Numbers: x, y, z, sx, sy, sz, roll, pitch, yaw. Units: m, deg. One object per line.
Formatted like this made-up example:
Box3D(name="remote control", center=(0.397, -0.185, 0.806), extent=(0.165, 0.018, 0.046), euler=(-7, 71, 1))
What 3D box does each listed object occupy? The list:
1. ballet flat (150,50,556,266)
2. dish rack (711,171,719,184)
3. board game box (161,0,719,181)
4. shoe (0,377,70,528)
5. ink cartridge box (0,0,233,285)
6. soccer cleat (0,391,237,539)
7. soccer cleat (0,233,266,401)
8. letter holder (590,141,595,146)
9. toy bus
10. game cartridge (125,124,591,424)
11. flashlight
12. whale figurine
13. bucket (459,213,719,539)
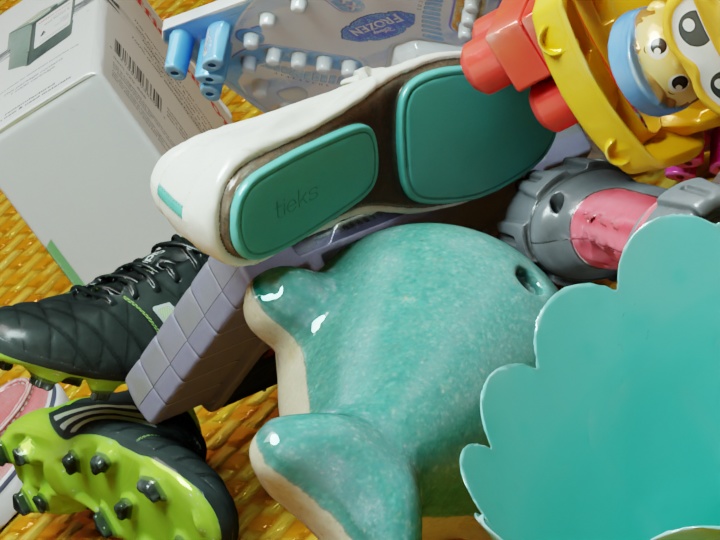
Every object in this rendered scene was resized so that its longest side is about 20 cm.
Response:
Box3D(name="ballet flat", center=(-0.004, -0.053, 1.168), extent=(0.199, 0.070, 0.069), euler=(-20, 9, -41))
Box3D(name="dish rack", center=(0.200, -0.031, 1.144), extent=(0.200, 0.044, 0.171), euler=(-51, 18, -13))
Box3D(name="board game box", center=(0.042, -0.078, 1.316), extent=(0.199, 0.200, 0.026), euler=(-15, 54, 38))
Box3D(name="shoe", center=(-0.228, 0.103, 1.447), extent=(0.071, 0.091, 0.200), euler=(-6, 36, 48))
Box3D(name="ink cartridge box", center=(-0.134, -0.071, 1.589), extent=(0.084, 0.146, 0.200), euler=(-31, 22, 11))
Box3D(name="soccer cleat", center=(-0.100, 0.086, 1.327), extent=(0.081, 0.068, 0.200), euler=(-29, 19, -25))
Box3D(name="soccer cleat", center=(-0.087, 0.014, 1.311), extent=(0.199, 0.082, 0.067), euler=(0, 12, -39))
Box3D(name="letter holder", center=(0.038, -0.156, 1.393), extent=(0.142, 0.200, 0.101), euler=(-11, 33, 43))
Box3D(name="toy bus", center=(0.126, -0.103, 1.103), extent=(0.191, 0.136, 0.200), euler=(-26, 17, 19))
Box3D(name="game cartridge", center=(0.000, 0.000, 1.268), extent=(0.199, 0.038, 0.130), euler=(-22, -23, -36))
Box3D(name="flashlight", center=(0.107, -0.009, 1.130), extent=(0.068, 0.068, 0.200), euler=(-58, 19, -4))
Box3D(name="whale figurine", center=(0.025, 0.048, 1.119), extent=(0.104, 0.159, 0.200), euler=(-46, -2, 22))
Box3D(name="bucket", center=(0.146, 0.072, 0.944), extent=(0.206, 0.135, 0.207), euler=(-29, 23, 13))
